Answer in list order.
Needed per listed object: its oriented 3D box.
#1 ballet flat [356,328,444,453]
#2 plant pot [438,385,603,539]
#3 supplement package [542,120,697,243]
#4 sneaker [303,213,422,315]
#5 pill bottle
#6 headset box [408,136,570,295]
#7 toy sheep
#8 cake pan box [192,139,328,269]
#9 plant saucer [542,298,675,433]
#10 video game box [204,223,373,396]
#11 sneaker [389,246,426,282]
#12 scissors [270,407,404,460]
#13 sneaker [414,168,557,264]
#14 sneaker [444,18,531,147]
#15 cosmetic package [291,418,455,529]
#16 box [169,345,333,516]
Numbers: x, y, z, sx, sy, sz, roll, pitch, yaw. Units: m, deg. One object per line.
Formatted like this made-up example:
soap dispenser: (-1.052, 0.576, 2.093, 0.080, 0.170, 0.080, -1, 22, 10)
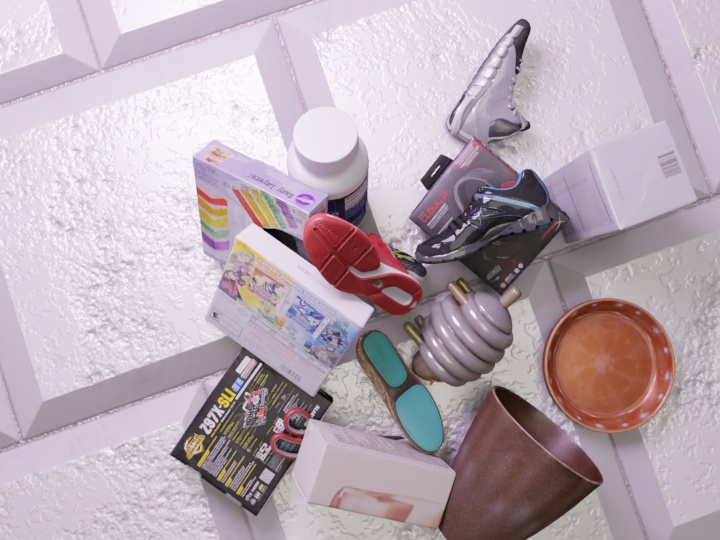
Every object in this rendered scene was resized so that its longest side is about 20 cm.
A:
ballet flat: (0.057, 0.177, 0.922, 0.070, 0.065, 0.201, -28, 88, -18)
plant pot: (0.200, 0.301, 0.875, 0.186, 0.187, 0.201, 37, 101, 1)
supplement package: (0.353, -0.115, 0.875, 0.109, 0.200, 0.115, -20, 88, -1)
sneaker: (-0.011, -0.022, 0.823, 0.078, 0.116, 0.200, -44, 124, 7)
pill bottle: (-0.044, -0.131, 0.858, 0.110, 0.200, 0.112, 0, 68, 0)
headset box: (0.178, -0.088, 0.912, 0.200, 0.075, 0.149, 40, 108, 1)
toy sheep: (0.150, 0.090, 0.895, 0.138, 0.138, 0.200, 45, 115, 1)
cake pan box: (-0.134, -0.059, 0.855, 0.199, 0.185, 0.052, 27, 51, 16)
plant saucer: (0.375, 0.143, 0.946, 0.198, 0.032, 0.202, 0, 86, -2)
video game box: (-0.105, 0.059, 0.851, 0.199, 0.183, 0.047, 35, 44, 2)
sneaker: (0.000, 0.000, 0.934, 0.198, 0.075, 0.077, 9, 102, 6)
scissors: (-0.033, 0.253, 0.909, 0.199, 0.014, 0.074, 19, 89, -20)
sneaker: (0.161, -0.069, 0.849, 0.199, 0.073, 0.082, -23, 94, 6)
sneaker: (0.226, -0.271, 0.952, 0.115, 0.075, 0.201, 34, 97, -4)
cosmetic package: (0.017, 0.284, 0.867, 0.199, 0.103, 0.088, 20, 89, -18)
box: (-0.158, 0.231, 0.922, 0.159, 0.049, 0.201, 34, 87, 3)
